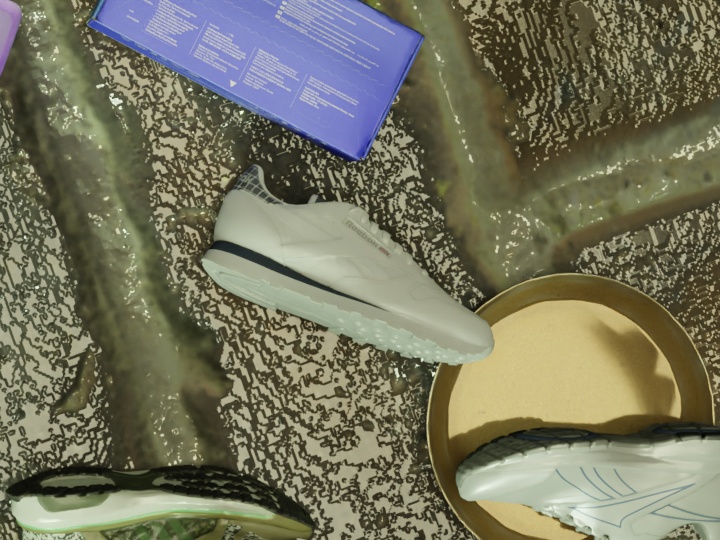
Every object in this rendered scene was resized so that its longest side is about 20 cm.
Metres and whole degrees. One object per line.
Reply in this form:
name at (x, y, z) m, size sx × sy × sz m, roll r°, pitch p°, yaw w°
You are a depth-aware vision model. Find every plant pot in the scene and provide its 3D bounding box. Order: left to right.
plant pot at (0.139, 0.101, 1.819) m, size 0.200 × 0.027 × 0.201 m, roll 0°, pitch 91°, yaw -12°

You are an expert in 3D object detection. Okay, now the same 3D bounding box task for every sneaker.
sneaker at (-0.130, 0.176, 1.753) m, size 0.199 × 0.077 × 0.089 m, roll 2°, pitch 103°, yaw -6°
sneaker at (0.000, 0.000, 1.762) m, size 0.200 × 0.076 × 0.081 m, roll 23°, pitch 72°, yaw -3°
sneaker at (0.160, 0.145, 1.775) m, size 0.200 × 0.075 × 0.087 m, roll 0°, pitch 95°, yaw -11°

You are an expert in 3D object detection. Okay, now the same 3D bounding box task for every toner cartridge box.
toner cartridge box at (-0.068, -0.157, 1.767) m, size 0.200 × 0.043 × 0.095 m, roll 28°, pitch 84°, yaw -10°

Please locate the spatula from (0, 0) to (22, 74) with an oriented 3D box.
spatula at (-0.272, -0.083, 1.739) m, size 0.056 × 0.021 × 0.200 m, roll 17°, pitch 88°, yaw -12°
